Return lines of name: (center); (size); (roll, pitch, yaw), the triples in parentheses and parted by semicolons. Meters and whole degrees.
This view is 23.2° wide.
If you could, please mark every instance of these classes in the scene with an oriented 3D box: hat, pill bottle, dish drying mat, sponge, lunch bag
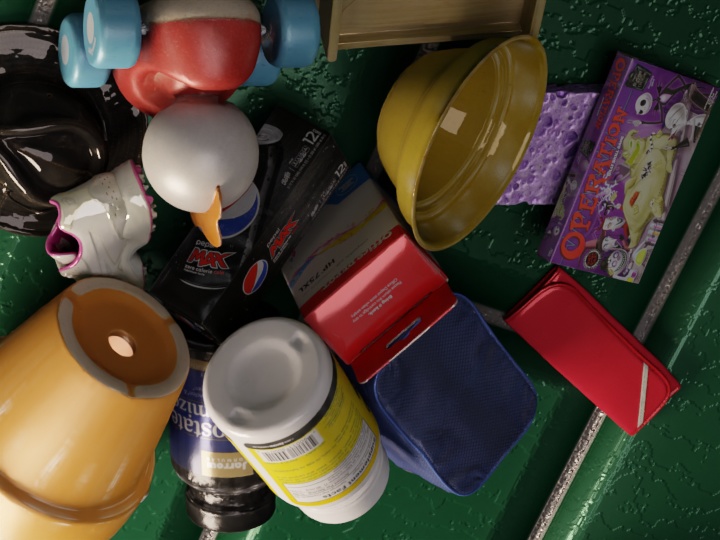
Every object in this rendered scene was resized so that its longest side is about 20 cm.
hat: (-0.274, -0.105, 1.481); (0.199, 0.081, 0.202); (-5, 116, -11)
pill bottle: (-0.121, 0.133, 1.610); (0.111, 0.112, 0.202); (-6, 115, -12)
dish drying mat: (0.232, 0.082, 1.728); (0.077, 0.018, 0.200); (-44, 116, 9)
sponge: (0.134, -0.115, 1.608); (0.198, 0.030, 0.112); (-2, 115, -14)
lunch bag: (0.050, 0.097, 1.623); (0.136, 0.132, 0.200); (-46, 119, -17)
pill bottle: (-0.049, 0.135, 1.509); (0.114, 0.115, 0.200); (-30, 144, 1)

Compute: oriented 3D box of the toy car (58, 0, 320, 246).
toy car: (-0.138, -0.118, 1.425); (0.183, 0.177, 0.202); (-2, 87, -23)

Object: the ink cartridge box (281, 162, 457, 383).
ink cartridge box: (0.000, 0.000, 1.529); (0.116, 0.200, 0.067); (-41, 119, 6)

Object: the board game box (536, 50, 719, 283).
board game box: (0.248, -0.092, 1.623); (0.119, 0.032, 0.201); (13, 105, -32)

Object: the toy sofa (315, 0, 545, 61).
toy sofa: (0.057, -0.247, 1.510); (0.198, 0.098, 0.083); (-6, 140, -12)

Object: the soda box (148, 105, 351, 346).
soda box: (-0.094, -0.038, 1.517); (0.201, 0.063, 0.071); (-56, 155, -10)

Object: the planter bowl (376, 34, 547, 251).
planter bowl: (0.072, -0.124, 1.496); (0.200, 0.083, 0.201); (-44, 151, -33)

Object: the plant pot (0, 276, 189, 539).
plant pot: (-0.242, 0.110, 1.488); (0.199, 0.201, 0.183); (24, 129, -23)

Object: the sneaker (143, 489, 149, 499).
sneaker: (-0.301, 0.191, 1.613); (0.199, 0.071, 0.113); (30, 100, -16)

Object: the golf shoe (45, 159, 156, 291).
golf shoe: (-0.229, -0.018, 1.502); (0.091, 0.076, 0.201); (-16, 149, -22)
